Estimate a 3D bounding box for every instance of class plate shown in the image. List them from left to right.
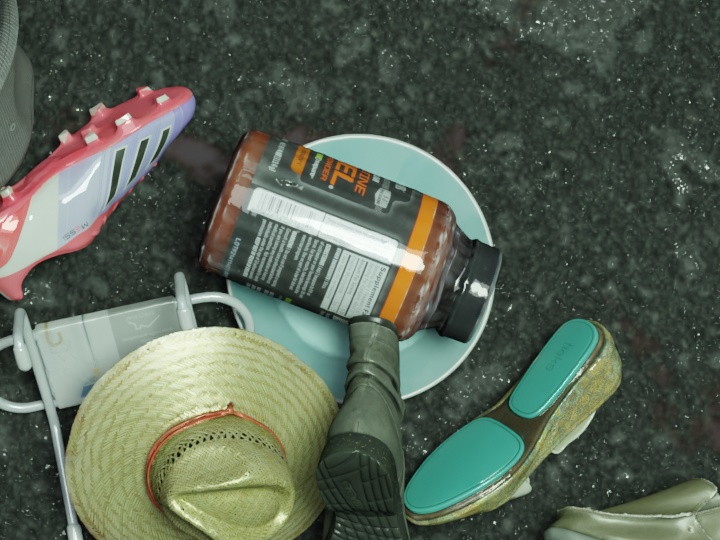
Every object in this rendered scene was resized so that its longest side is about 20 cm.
[{"bbox_3d":[0.000,0.000,1.234,0.199,0.026,0.201,1,80,-7],"label":"plate"}]

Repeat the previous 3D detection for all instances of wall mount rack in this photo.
[{"bbox_3d":[-0.163,0.096,1.174,0.199,0.075,0.175,-13,119,-3],"label":"wall mount rack"}]

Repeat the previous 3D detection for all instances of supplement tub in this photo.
[{"bbox_3d":[-0.005,-0.017,1.170,0.199,0.107,0.107,21,79,-4],"label":"supplement tub"}]

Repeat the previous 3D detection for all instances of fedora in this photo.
[{"bbox_3d":[-0.287,-0.113,1.167,0.176,0.090,0.201,6,68,35],"label":"fedora"}]

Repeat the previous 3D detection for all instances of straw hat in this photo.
[{"bbox_3d":[-0.091,0.141,1.123,0.200,0.085,0.202,-7,115,-16],"label":"straw hat"}]

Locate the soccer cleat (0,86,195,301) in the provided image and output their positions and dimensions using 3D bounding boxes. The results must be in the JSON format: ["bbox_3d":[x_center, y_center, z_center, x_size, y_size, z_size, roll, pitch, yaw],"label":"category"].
[{"bbox_3d":[-0.196,-0.060,1.209,0.200,0.067,0.077,-37,118,-16],"label":"soccer cleat"}]

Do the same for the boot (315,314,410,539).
[{"bbox_3d":[0.011,0.134,1.162,0.067,0.201,0.131,5,47,7],"label":"boot"}]

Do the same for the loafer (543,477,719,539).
[{"bbox_3d":[0.228,0.187,1.213,0.199,0.075,0.070,7,68,-10],"label":"loafer"}]

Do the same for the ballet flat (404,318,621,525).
[{"bbox_3d":[0.116,0.122,1.211,0.071,0.071,0.200,44,79,2],"label":"ballet flat"}]
